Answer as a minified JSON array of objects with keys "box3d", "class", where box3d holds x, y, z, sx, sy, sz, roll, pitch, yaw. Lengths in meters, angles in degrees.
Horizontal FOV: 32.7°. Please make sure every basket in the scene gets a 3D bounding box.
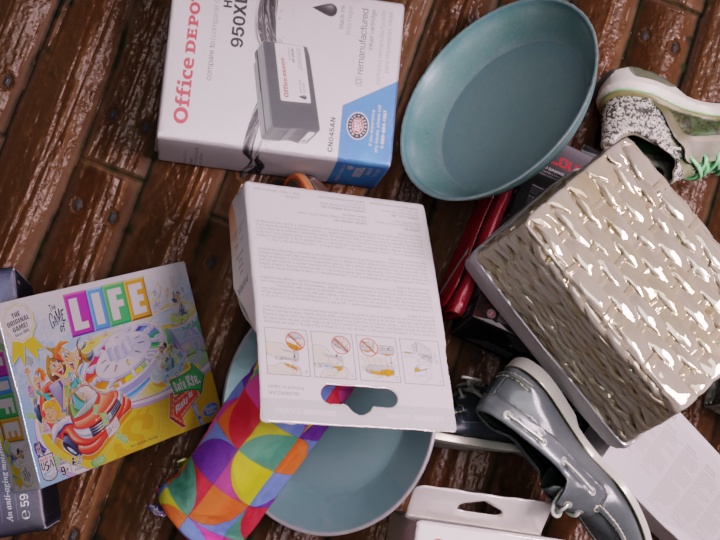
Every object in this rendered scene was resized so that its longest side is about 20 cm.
[{"box3d":[0.201,0.016,0.955,0.135,0.123,0.201,-38,85,-19],"class":"basket"}]

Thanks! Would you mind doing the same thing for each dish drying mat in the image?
[{"box3d":[0.110,-0.053,1.067,0.018,0.077,0.202,24,80,-7],"class":"dish drying mat"}]

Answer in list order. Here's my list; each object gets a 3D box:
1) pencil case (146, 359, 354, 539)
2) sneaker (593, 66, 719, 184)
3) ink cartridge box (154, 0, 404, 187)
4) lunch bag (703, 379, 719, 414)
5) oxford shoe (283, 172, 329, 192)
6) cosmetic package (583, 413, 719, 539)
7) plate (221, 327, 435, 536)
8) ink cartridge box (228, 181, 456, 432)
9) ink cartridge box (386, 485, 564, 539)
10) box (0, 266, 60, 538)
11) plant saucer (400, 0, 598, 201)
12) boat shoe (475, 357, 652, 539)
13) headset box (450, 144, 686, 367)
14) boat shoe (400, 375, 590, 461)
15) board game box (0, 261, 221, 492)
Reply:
[{"box3d":[-0.084,0.131,0.981,0.088,0.088,0.201,38,99,-3],"class":"pencil case"},{"box3d":[0.296,-0.104,1.099,0.198,0.077,0.089,19,63,1],"class":"sneaker"},{"box3d":[-0.070,-0.160,1.046,0.197,0.084,0.147,6,82,-8],"class":"ink cartridge box"},{"box3d":[0.412,0.094,1.037,0.162,0.200,0.119,22,80,-5],"class":"lunch bag"},{"box3d":[0.000,0.000,1.057,0.073,0.071,0.202,-29,90,-34],"class":"oxford shoe"},{"box3d":[0.276,0.189,1.054,0.200,0.051,0.083,45,78,-18],"class":"cosmetic package"},{"box3d":[-0.025,0.116,1.013,0.198,0.026,0.203,-4,81,25],"class":"plate"},{"box3d":[-0.015,0.034,0.947,0.160,0.050,0.202,6,61,-22],"class":"ink cartridge box"},{"box3d":[0.084,0.281,0.996,0.127,0.125,0.203,10,81,-8],"class":"ink cartridge box"},{"box3d":[-0.347,0.116,0.948,0.196,0.123,0.203,-9,84,-9],"class":"box"},{"box3d":[0.122,-0.139,1.044,0.036,0.199,0.202,36,76,-40],"class":"plant saucer"},{"box3d":[0.162,0.168,0.991,0.062,0.073,0.201,-37,97,-26],"class":"boat shoe"},{"box3d":[0.183,-0.012,1.064,0.147,0.075,0.202,24,71,-5],"class":"headset box"},{"box3d":[0.108,0.125,1.046,0.197,0.075,0.063,8,83,-10],"class":"boat shoe"},{"box3d":[-0.198,0.076,0.951,0.199,0.034,0.136,-17,92,-54],"class":"board game box"}]
